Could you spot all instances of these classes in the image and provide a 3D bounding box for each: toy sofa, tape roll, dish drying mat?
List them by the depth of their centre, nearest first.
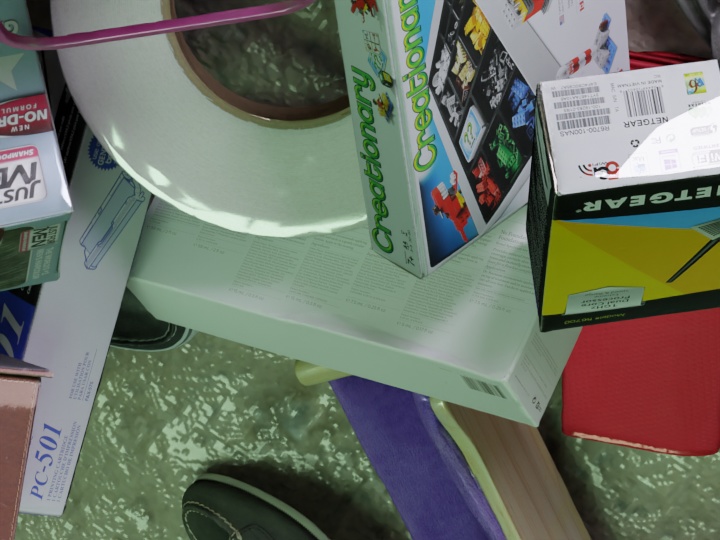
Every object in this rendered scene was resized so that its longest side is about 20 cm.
[{"bbox_3d":[-0.028,-0.115,1.221,0.202,0.037,0.203,0,102,-1],"label":"tape roll"},{"bbox_3d":[0.130,-0.006,1.298,0.077,0.018,0.200,11,124,14],"label":"dish drying mat"},{"bbox_3d":[0.049,0.107,1.355,0.083,0.098,0.200,-14,117,28],"label":"toy sofa"}]

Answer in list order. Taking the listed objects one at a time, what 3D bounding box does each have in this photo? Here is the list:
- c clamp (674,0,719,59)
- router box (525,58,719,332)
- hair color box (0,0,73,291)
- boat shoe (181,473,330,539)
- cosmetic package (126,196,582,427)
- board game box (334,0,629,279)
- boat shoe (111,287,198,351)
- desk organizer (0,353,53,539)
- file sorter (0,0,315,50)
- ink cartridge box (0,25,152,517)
[{"bbox_3d":[0.211,-0.115,1.188,0.200,0.027,0.171,7,124,16],"label":"c clamp"},{"bbox_3d":[0.166,-0.035,1.147,0.200,0.051,0.149,-8,159,-1],"label":"router box"},{"bbox_3d":[-0.168,-0.097,1.200,0.061,0.200,0.099,-12,166,-12],"label":"hair color box"},{"bbox_3d":[-0.024,0.168,1.404,0.200,0.057,0.067,36,148,26],"label":"boat shoe"},{"bbox_3d":[0.000,0.000,1.279,0.200,0.083,0.051,15,160,30],"label":"cosmetic package"},{"bbox_3d":[0.048,-0.108,1.145,0.035,0.126,0.200,31,144,37],"label":"board game box"},{"bbox_3d":[-0.172,-0.002,1.388,0.200,0.066,0.070,24,128,5],"label":"boat shoe"},{"bbox_3d":[-0.223,0.061,1.293,0.200,0.072,0.077,14,96,51],"label":"desk organizer"},{"bbox_3d":[-0.093,-0.198,1.120,0.139,0.200,0.125,-8,163,2],"label":"file sorter"},{"bbox_3d":[-0.142,-0.001,1.305,0.044,0.094,0.200,11,98,-33],"label":"ink cartridge box"}]
